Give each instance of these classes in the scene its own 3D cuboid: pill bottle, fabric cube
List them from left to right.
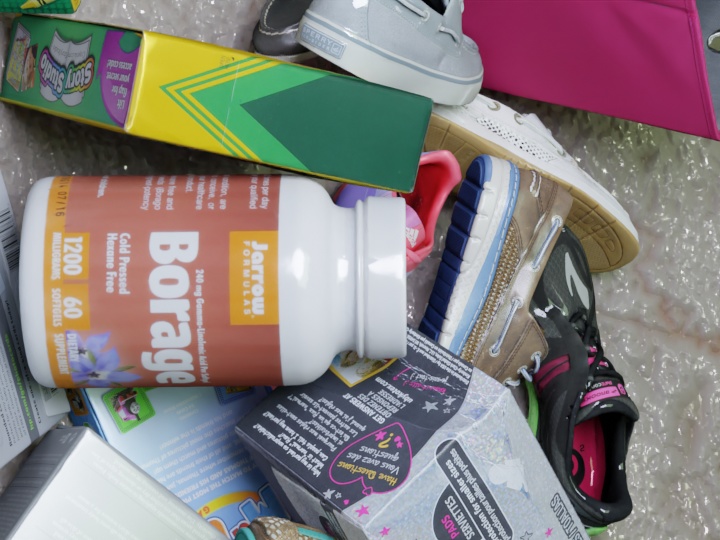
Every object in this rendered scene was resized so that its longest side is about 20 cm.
[{"bbox_3d":[-0.075,0.005,1.218,0.198,0.112,0.113,-1,79,1],"label":"pill bottle"},{"bbox_3d":[0.164,-0.224,1.398,0.196,0.198,0.201,-49,138,-34],"label":"fabric cube"}]

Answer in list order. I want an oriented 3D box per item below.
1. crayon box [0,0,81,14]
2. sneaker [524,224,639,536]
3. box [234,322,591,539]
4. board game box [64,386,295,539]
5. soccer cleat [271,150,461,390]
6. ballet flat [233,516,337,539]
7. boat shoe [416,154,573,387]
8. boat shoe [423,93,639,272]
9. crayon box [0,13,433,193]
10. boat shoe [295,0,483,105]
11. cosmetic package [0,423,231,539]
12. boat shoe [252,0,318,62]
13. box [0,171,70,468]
[{"bbox_3d":[-0.169,-0.253,1.268,0.058,0.119,0.201,4,52,13],"label":"crayon box"},{"bbox_3d":[0.137,0.065,1.427,0.076,0.084,0.202,-13,95,-34],"label":"sneaker"},{"bbox_3d":[0.041,0.141,1.282,0.115,0.132,0.201,-42,131,-13],"label":"box"},{"bbox_3d":[-0.087,0.081,1.326,0.151,0.037,0.201,-25,92,-32],"label":"board game box"},{"bbox_3d":[0.000,0.000,1.342,0.067,0.076,0.201,50,40,-22],"label":"soccer cleat"},{"bbox_3d":[-0.051,0.219,1.243,0.065,0.201,0.071,3,36,-23],"label":"ballet flat"},{"bbox_3d":[0.075,0.037,1.374,0.072,0.072,0.202,15,102,-12],"label":"boat shoe"},{"bbox_3d":[0.099,-0.069,1.451,0.199,0.071,0.070,33,44,-26],"label":"boat shoe"},{"bbox_3d":[-0.084,-0.095,1.266,0.171,0.200,0.059,12,92,-29],"label":"crayon box"},{"bbox_3d":[0.032,-0.143,1.332,0.072,0.070,0.200,-62,159,11],"label":"boat shoe"},{"bbox_3d":[-0.170,0.190,1.207,0.107,0.090,0.200,41,75,-14],"label":"cosmetic package"},{"bbox_3d":[-0.005,-0.188,1.401,0.200,0.066,0.057,-40,127,-43],"label":"boat shoe"},{"bbox_3d":[-0.217,0.030,1.173,0.200,0.041,0.157,-48,123,-73],"label":"box"}]
